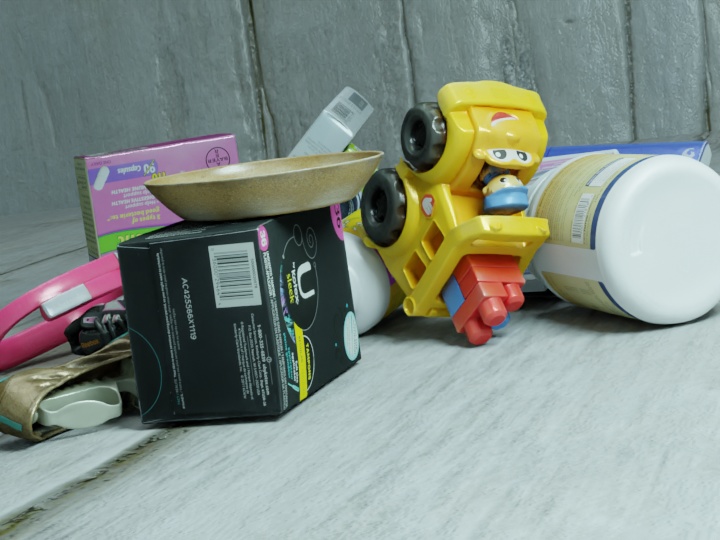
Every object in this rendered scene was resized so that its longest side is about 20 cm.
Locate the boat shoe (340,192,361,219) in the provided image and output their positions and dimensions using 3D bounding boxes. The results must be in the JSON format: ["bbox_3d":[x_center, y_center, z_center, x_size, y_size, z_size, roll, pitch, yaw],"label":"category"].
[{"bbox_3d":[-0.071,-0.010,1.568,0.200,0.071,0.091,-48,8,11],"label":"boat shoe"}]

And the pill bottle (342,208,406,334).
[{"bbox_3d":[0.000,0.000,1.492,0.103,0.105,0.200,-4,17,29],"label":"pill bottle"}]

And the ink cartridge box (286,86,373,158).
[{"bbox_3d":[-0.071,-0.105,1.674,0.200,0.047,0.160,-48,5,17],"label":"ink cartridge box"}]

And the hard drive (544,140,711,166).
[{"bbox_3d":[0.259,-0.082,1.601,0.198,0.025,0.133,1,48,33],"label":"hard drive"}]

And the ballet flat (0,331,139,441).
[{"bbox_3d":[-0.208,0.097,1.242,0.199,0.069,0.072,-15,30,-40],"label":"ballet flat"}]

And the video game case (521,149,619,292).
[{"bbox_3d":[0.172,-0.050,1.560,0.142,0.018,0.201,-4,40,42],"label":"video game case"}]

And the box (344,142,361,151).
[{"bbox_3d":[-0.056,-0.050,1.703,0.201,0.047,0.122,-52,4,6],"label":"box"}]

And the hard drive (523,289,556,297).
[{"bbox_3d":[0.184,-0.002,1.600,0.199,0.038,0.139,1,12,45],"label":"hard drive"}]

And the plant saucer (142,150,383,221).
[{"bbox_3d":[-0.077,-0.068,1.233,0.198,0.036,0.200,-7,8,1],"label":"plant saucer"}]

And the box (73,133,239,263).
[{"bbox_3d":[-0.221,-0.044,1.720,0.174,0.203,0.097,-10,8,-17],"label":"box"}]

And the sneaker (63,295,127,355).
[{"bbox_3d":[-0.228,0.063,1.477,0.086,0.081,0.199,-19,0,-31],"label":"sneaker"}]

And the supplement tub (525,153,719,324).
[{"bbox_3d":[0.237,-0.033,1.367,0.143,0.146,0.200,-11,9,-19],"label":"supplement tub"}]

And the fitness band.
[{"bbox_3d":[-0.308,0.043,1.548,0.199,0.038,0.144,-26,-10,-40],"label":"fitness band"}]

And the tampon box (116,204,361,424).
[{"bbox_3d":[-0.094,0.028,1.255,0.125,0.152,0.200,-5,9,19],"label":"tampon box"}]

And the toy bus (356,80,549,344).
[{"bbox_3d":[0.104,-0.041,1.356,0.134,0.201,0.193,3,46,-30],"label":"toy bus"}]
